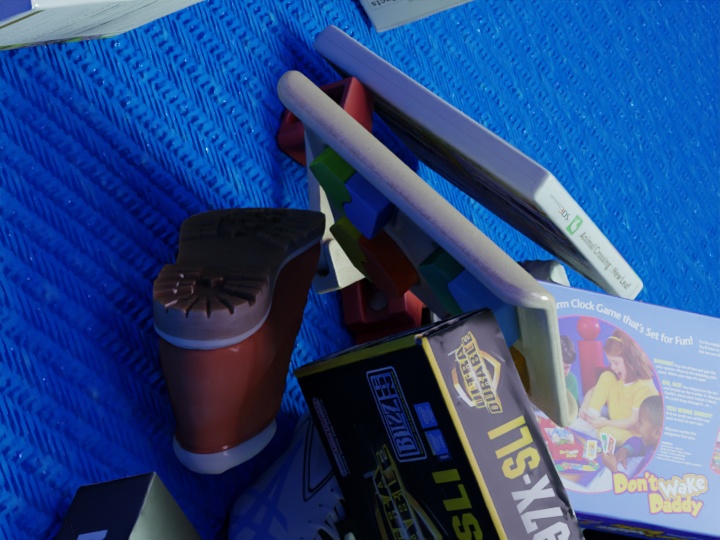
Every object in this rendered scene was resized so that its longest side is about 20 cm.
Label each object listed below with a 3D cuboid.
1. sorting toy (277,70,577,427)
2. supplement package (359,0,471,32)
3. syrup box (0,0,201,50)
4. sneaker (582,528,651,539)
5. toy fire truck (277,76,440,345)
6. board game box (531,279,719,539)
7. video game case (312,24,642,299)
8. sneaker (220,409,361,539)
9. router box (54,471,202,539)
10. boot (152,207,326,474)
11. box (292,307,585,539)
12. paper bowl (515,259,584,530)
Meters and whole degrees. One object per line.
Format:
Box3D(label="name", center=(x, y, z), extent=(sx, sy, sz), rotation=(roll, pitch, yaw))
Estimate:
Box3D(label="sorting toy", center=(0.034, -0.003, 1.144), extent=(0.185, 0.036, 0.200), rotation=(42, -8, 23))
Box3D(label="supplement package", center=(0.070, -0.283, 1.507), extent=(0.111, 0.155, 0.201), rotation=(58, 30, -30))
Box3D(label="syrup box", center=(-0.150, -0.158, 1.071), extent=(0.200, 0.081, 0.079), rotation=(-22, 94, -64))
Box3D(label="sneaker", center=(0.117, 0.191, 1.311), extent=(0.200, 0.075, 0.107), rotation=(-38, 133, -15))
Box3D(label="toy fire truck", center=(0.000, 0.000, 1.332), extent=(0.141, 0.048, 0.201), rotation=(46, 38, -45))
Box3D(label="board game box", center=(0.163, 0.089, 1.313), extent=(0.198, 0.045, 0.136), rotation=(12, 73, -18))
Box3D(label="video game case", center=(0.077, -0.066, 1.389), extent=(0.200, 0.022, 0.182), rotation=(38, -2, 33))
Box3D(label="sneaker", center=(-0.021, 0.133, 1.190), extent=(0.072, 0.072, 0.200), rotation=(65, 28, -23))
Box3D(label="router box", center=(-0.104, 0.215, 0.991), extent=(0.150, 0.051, 0.201), rotation=(59, 31, -30))
Box3D(label="boot", center=(-0.065, 0.030, 1.177), extent=(0.200, 0.074, 0.108), rotation=(-59, 149, -64))
Box3D(label="box", center=(0.050, 0.127, 1.107), extent=(0.049, 0.159, 0.201), rotation=(-22, 91, -27))
Box3D(label="paper bowl", center=(0.123, 0.093, 1.420), extent=(0.201, 0.103, 0.203), rotation=(-5, 90, -77))
